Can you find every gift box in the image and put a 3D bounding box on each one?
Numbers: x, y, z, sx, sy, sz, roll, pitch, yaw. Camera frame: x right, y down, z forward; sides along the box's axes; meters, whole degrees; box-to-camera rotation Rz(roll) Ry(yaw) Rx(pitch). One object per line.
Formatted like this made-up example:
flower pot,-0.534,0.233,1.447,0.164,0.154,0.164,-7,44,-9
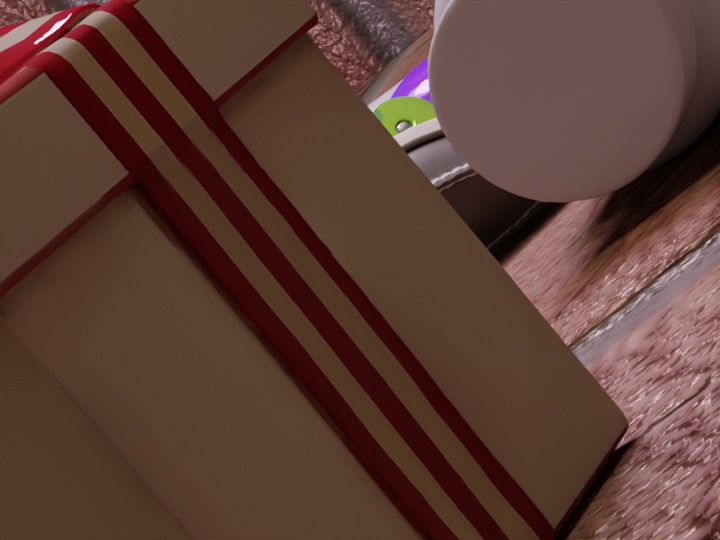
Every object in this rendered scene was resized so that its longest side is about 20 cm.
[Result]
gift box,-0.084,0.047,0.705,0.200,0.187,0.185,-36,6,30

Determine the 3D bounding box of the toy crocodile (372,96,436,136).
toy crocodile,0.005,-0.014,1.320,0.200,0.062,0.068,-44,-33,-22

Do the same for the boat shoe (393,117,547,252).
boat shoe,0.001,0.002,1.184,0.202,0.072,0.060,-29,43,-14

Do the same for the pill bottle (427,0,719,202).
pill bottle,0.088,-0.096,1.092,0.114,0.114,0.200,-38,6,22

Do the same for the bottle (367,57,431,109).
bottle,0.040,-0.071,1.487,0.200,0.065,0.084,-35,8,43
